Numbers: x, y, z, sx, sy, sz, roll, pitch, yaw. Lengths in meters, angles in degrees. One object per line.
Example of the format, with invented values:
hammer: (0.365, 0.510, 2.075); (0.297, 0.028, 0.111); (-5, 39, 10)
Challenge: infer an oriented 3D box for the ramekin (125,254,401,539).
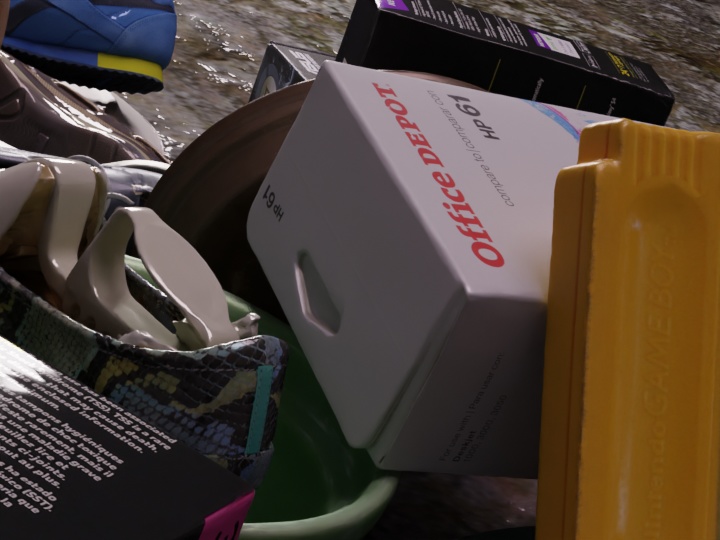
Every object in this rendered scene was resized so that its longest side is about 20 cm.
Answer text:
ramekin: (-0.094, 0.076, 0.700); (0.199, 0.098, 0.200); (19, 20, -7)

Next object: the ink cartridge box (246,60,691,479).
ink cartridge box: (0.075, 0.005, 0.755); (0.199, 0.085, 0.145); (6, 35, -32)

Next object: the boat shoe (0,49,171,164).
boat shoe: (-0.172, -0.066, 1.046); (0.200, 0.075, 0.073); (36, 11, 25)

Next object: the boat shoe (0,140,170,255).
boat shoe: (-0.144, -0.025, 0.943); (0.199, 0.075, 0.062); (19, 19, -2)

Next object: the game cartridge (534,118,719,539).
game cartridge: (0.150, 0.046, 0.692); (0.199, 0.177, 0.032); (6, -5, -33)

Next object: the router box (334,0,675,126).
router box: (0.041, -0.021, 0.931); (0.149, 0.201, 0.051); (15, 21, -15)

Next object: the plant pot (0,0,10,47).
plant pot: (-0.281, -0.148, 0.972); (0.200, 0.202, 0.093); (2, 9, -42)

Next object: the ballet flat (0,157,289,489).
ballet flat: (-0.092, 0.001, 0.652); (0.200, 0.074, 0.074); (35, 24, 34)

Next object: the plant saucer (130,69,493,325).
plant saucer: (0.000, 0.000, 0.859); (0.199, 0.200, 0.030); (12, 38, -23)

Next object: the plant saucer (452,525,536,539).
plant saucer: (0.102, 0.140, 0.698); (0.200, 0.039, 0.201); (17, 22, -7)

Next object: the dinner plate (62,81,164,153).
dinner plate: (-0.209, -0.106, 1.160); (0.200, 0.024, 0.200); (19, 19, -7)

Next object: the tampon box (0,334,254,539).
tampon box: (-0.144, 0.112, 0.484); (0.126, 0.150, 0.200); (28, 22, 21)

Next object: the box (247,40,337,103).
box: (0.035, -0.047, 1.159); (0.163, 0.086, 0.200); (10, 23, -27)

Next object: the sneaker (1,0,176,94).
sneaker: (-0.198, -0.157, 1.129); (0.200, 0.079, 0.066); (9, -7, -32)
